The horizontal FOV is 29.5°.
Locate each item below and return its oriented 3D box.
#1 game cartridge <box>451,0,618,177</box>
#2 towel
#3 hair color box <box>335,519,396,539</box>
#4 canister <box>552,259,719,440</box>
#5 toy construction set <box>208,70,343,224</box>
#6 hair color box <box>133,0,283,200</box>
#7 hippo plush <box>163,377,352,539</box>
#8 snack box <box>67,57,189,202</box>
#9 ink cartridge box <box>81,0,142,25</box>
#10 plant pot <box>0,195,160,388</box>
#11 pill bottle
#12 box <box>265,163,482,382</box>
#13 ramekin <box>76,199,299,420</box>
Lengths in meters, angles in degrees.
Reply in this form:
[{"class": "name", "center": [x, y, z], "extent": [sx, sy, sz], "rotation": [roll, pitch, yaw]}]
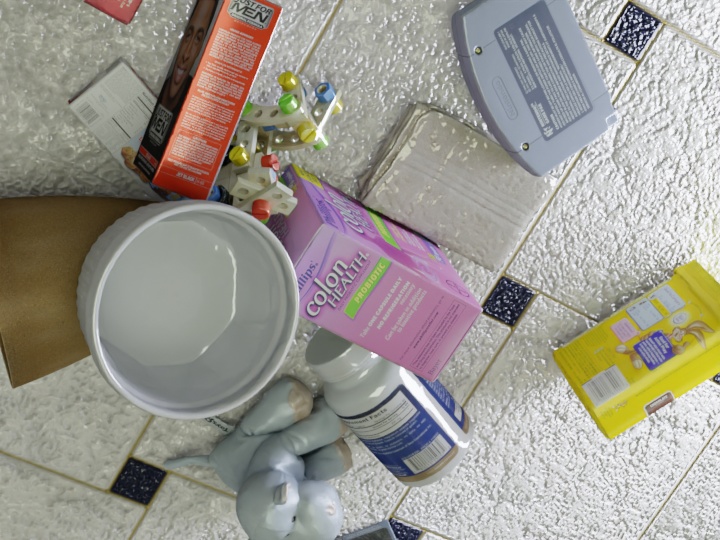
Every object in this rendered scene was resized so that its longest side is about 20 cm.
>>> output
[{"class": "game cartridge", "center": [0.179, -0.206, 1.431], "extent": [0.133, 0.042, 0.200], "rotation": [-32, 113, -6]}, {"class": "towel", "center": [0.104, -0.091, 1.484], "extent": [0.200, 0.035, 0.133], "rotation": [28, 105, -25]}, {"class": "hair color box", "center": [0.016, 0.412, 1.670], "extent": [0.099, 0.061, 0.201], "rotation": [-18, 116, -6]}, {"class": "canister", "center": [0.333, 0.091, 1.561], "extent": [0.200, 0.149, 0.087], "rotation": [-32, 118, 4]}, {"class": "toy construction set", "center": [-0.091, -0.105, 1.347], "extent": [0.131, 0.200, 0.092], "rotation": [-14, 127, 23]}, {"class": "hair color box", "center": [-0.150, -0.176, 1.323], "extent": [0.061, 0.101, 0.201], "rotation": [20, 97, -25]}, {"class": "hippo plush", "center": [-0.086, 0.218, 1.499], "extent": [0.199, 0.161, 0.160], "rotation": [21, 107, -22]}, {"class": "snack box", "center": [-0.205, -0.119, 1.395], "extent": [0.072, 0.024, 0.200], "rotation": [-38, 117, 3]}, {"class": "ink cartridge box", "center": [-0.269, -0.339, 1.246], "extent": [0.200, 0.083, 0.146], "rotation": [26, 106, -24]}, {"class": "plant pot", "center": [-0.269, 0.000, 1.354], "extent": [0.199, 0.186, 0.187], "rotation": [-15, 117, -15]}, {"class": "pill bottle", "center": [0.029, 0.140, 1.522], "extent": [0.111, 0.111, 0.200], "rotation": [-38, 117, 4]}, {"class": "box", "center": [0.000, 0.000, 1.416], "extent": [0.200, 0.176, 0.097], "rotation": [27, 105, -23]}, {"class": "ramekin", "center": [-0.168, 0.029, 1.265], "extent": [0.199, 0.105, 0.201], "rotation": [-6, 103, -27]}]
